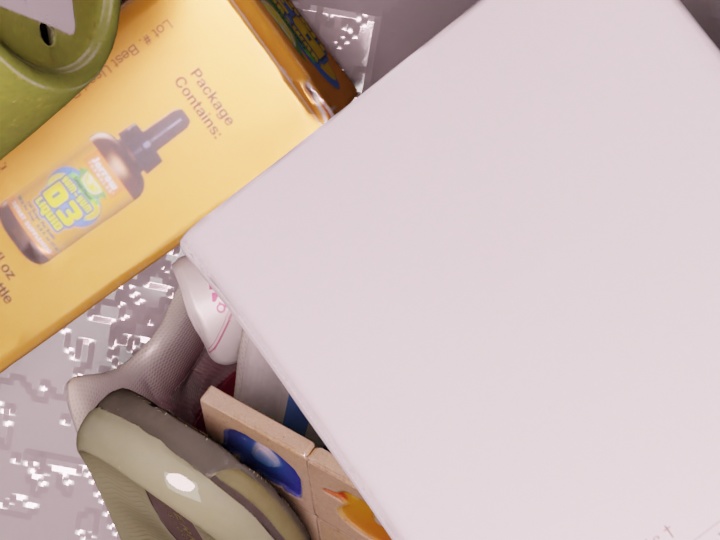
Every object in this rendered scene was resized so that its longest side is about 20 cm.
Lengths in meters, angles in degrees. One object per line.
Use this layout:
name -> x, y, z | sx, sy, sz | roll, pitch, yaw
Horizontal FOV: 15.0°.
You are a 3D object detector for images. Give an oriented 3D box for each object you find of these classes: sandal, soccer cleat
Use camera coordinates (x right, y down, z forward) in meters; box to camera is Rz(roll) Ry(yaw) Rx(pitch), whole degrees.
sandal -> -0.038, 0.108, 0.755 | 0.080, 0.057, 0.201 | 18, 151, 35
soccer cleat -> 0.000, 0.000, 0.783 | 0.200, 0.070, 0.086 | -44, 137, 14

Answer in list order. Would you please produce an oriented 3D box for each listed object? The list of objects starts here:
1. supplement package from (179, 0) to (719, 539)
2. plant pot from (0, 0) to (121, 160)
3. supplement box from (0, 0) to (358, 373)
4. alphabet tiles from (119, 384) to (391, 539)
supplement package -> 0.075, 0.043, 0.597 | 0.117, 0.117, 0.200 | -38, 71, 7
plant pot -> -0.169, -0.064, 0.710 | 0.200, 0.187, 0.187 | -15, 104, 24
supplement box -> -0.098, -0.015, 0.802 | 0.200, 0.069, 0.067 | -34, 95, 14
alphabet tiles -> 0.021, 0.102, 0.745 | 0.200, 0.167, 0.008 | 28, 66, 19
